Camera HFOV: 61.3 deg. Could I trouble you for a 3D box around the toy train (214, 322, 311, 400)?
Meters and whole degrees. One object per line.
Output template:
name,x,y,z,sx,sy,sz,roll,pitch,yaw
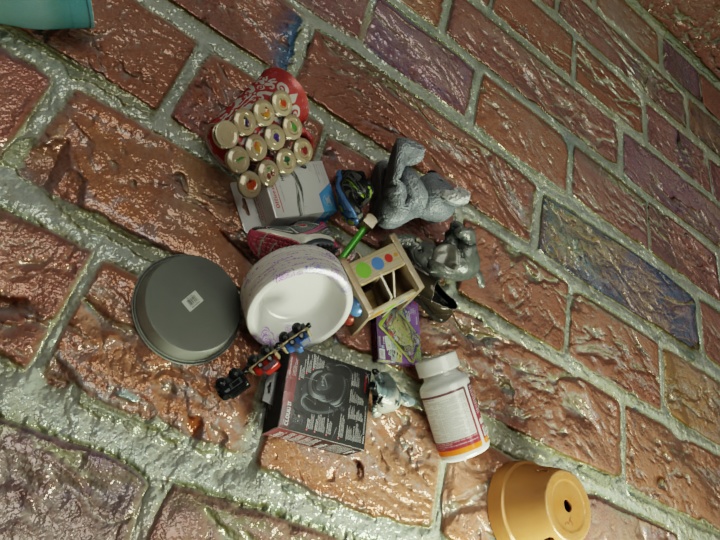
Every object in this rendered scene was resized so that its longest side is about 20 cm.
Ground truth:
toy train,-0.163,0.158,1.054,0.198,0.034,0.046,-36,63,-9

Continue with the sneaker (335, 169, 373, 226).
sneaker,-0.011,-0.165,1.289,0.080,0.072,0.201,-8,33,2

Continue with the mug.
mug,-0.194,-0.292,1.225,0.175,0.135,0.201,29,54,15

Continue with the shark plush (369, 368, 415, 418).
shark plush,0.032,0.227,1.149,0.199,0.089,0.085,24,47,-65

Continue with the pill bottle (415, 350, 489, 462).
pill bottle,0.184,0.275,1.245,0.108,0.109,0.205,-13,82,-37

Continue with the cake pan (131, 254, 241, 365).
cake pan,-0.296,0.061,1.063,0.196,0.037,0.205,15,62,-29

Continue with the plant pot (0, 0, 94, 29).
plant pot,-0.578,-0.506,1.035,0.184,0.200,0.204,-20,80,-23

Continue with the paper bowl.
paper bowl,-0.119,0.040,1.101,0.197,0.203,0.105,9,35,-31

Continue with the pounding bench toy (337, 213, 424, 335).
pounding bench toy,0.000,0.000,1.225,0.153,0.124,0.203,-23,76,-26

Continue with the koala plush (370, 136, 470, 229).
koala plush,0.136,-0.166,1.376,0.195,0.177,0.189,13,70,-18

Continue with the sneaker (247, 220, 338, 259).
sneaker,-0.139,-0.062,1.210,0.197,0.081,0.076,4,52,-42

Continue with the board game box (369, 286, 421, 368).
board game box,0.075,0.102,1.310,0.117,0.032,0.205,11,63,-27

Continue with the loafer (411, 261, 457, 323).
loafer,0.139,0.030,1.326,0.199,0.071,0.074,38,52,-17

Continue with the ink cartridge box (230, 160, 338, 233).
ink cartridge box,-0.153,-0.151,1.239,0.197,0.066,0.118,-13,78,-38

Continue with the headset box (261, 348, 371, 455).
headset box,-0.084,0.236,1.106,0.196,0.077,0.152,21,58,-25

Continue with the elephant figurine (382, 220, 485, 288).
elephant figurine,0.169,-0.022,1.387,0.197,0.154,0.145,-22,125,-29

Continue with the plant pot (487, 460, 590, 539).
plant pot,0.385,0.498,1.276,0.196,0.139,0.205,16,60,-29

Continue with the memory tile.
memory tile,-0.182,-0.245,1.167,0.199,0.017,0.156,-40,117,-35
